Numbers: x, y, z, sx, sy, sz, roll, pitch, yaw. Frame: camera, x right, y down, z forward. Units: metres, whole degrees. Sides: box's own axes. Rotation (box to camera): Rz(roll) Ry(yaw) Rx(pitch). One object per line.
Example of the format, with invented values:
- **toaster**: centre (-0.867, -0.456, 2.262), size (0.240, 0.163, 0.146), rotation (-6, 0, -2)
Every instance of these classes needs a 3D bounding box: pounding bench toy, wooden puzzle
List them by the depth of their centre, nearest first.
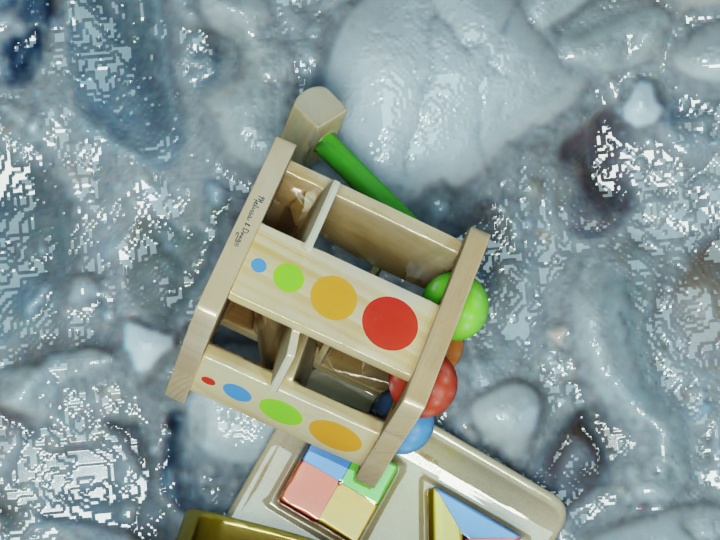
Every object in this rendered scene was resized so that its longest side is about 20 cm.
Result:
- **pounding bench toy**: centre (0.000, 0.000, 1.295), size (0.155, 0.124, 0.201), rotation (24, 60, -2)
- **wooden puzzle**: centre (0.004, 0.185, 1.322), size (0.185, 0.046, 0.200), rotation (30, 84, -1)

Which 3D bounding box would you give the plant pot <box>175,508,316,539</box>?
- **plant pot**: centre (-0.032, 0.263, 1.203), size (0.195, 0.194, 0.201), rotation (15, 93, -2)
